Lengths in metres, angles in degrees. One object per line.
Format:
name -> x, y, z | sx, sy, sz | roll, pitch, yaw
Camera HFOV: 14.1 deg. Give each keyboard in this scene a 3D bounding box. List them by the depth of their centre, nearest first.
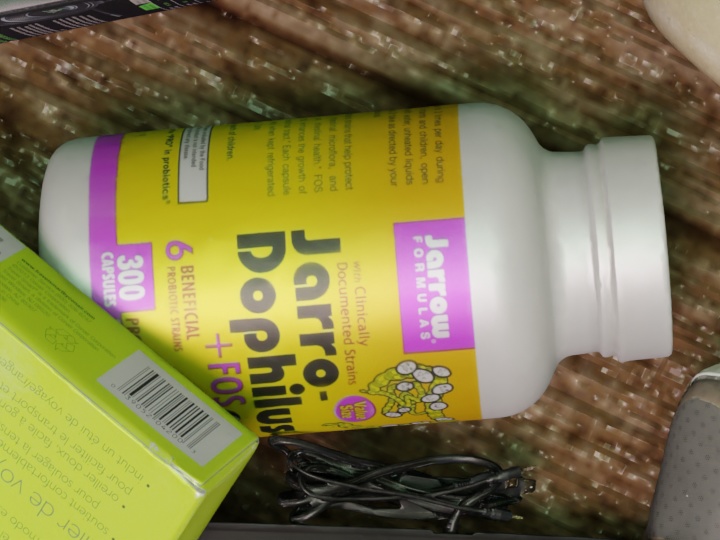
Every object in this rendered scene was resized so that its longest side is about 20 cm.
keyboard -> 0.022, 0.108, 0.978 | 0.199, 0.040, 0.105 | 5, 98, -19

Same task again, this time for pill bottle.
pill bottle -> 0.000, 0.000, 0.957 | 0.199, 0.104, 0.105 | -5, 91, 3

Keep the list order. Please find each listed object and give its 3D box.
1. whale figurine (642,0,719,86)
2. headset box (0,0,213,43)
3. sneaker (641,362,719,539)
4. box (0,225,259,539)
whale figurine -> 0.186, -0.070, 0.919 | 0.200, 0.159, 0.104 | 37, 96, 22
headset box -> -0.080, -0.174, 0.963 | 0.199, 0.093, 0.175 | -10, 90, 4
sneaker -> 0.104, 0.131, 0.937 | 0.082, 0.077, 0.201 | -4, 101, -35
box -> -0.130, 0.094, 0.930 | 0.122, 0.048, 0.200 | 39, 120, 9
